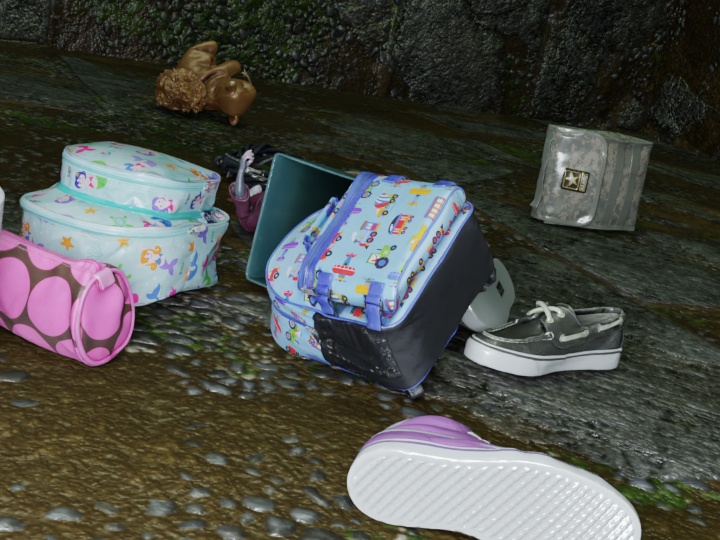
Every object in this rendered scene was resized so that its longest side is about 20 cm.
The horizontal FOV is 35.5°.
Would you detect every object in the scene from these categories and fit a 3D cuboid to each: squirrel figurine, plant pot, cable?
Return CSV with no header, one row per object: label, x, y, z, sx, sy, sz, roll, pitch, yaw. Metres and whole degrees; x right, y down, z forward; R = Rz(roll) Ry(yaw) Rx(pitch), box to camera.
squirrel figurine,-0.316,-0.364,2.310,0.198,0.143,0.186,-19,41,-36
plant pot,-0.002,-0.036,1.263,0.140,0.143,0.199,21,10,33
cable,-0.127,-0.163,1.797,0.162,0.052,0.199,20,16,29

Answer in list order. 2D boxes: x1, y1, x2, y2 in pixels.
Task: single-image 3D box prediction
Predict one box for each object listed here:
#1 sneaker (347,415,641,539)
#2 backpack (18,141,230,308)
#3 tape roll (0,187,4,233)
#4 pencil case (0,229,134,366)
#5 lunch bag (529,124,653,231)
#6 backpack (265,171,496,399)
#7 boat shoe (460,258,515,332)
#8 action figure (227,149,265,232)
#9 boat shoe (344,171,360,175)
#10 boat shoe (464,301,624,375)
sneaker,0.099,0.144,0.790,0.198,0.074,0.114,15,12,13
backpack,-0.234,-0.042,1.099,0.175,0.153,0.200,17,20,17
tape roll,-0.375,-0.003,0.844,0.200,0.141,0.203,11,14,-3
pencil case,-0.284,0.008,0.961,0.198,0.095,0.090,19,16,24
lunch bag,0.391,-0.161,1.946,0.198,0.167,0.117,2,15,-31
backpack,0.000,0.000,1.039,0.198,0.135,0.183,13,53,36
boat shoe,0.122,0.037,1.225,0.063,0.071,0.200,-27,-2,18
action figure,-0.099,-0.072,1.431,0.133,0.151,0.199,5,-5,-41
boat shoe,0.030,-0.100,1.660,0.197,0.072,0.064,14,6,-21
boat shoe,0.188,0.063,1.133,0.198,0.065,0.070,0,18,-36
